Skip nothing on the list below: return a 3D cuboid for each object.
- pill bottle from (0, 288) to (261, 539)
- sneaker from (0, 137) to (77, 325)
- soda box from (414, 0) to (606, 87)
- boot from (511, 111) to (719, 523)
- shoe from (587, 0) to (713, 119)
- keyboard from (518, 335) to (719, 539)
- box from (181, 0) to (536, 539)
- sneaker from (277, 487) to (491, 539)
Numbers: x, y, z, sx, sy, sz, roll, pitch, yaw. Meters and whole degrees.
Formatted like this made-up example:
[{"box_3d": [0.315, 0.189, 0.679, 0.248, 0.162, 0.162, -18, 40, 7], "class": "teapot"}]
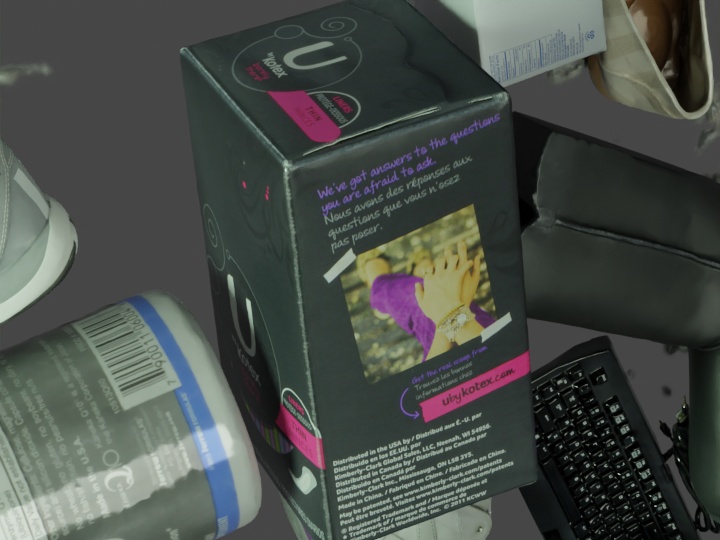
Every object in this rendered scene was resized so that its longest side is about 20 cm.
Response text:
[{"box_3d": [-0.153, 0.095, 1.158, 0.200, 0.114, 0.114, -23, 125, -15], "class": "pill bottle"}, {"box_3d": [-0.221, 0.002, 1.104, 0.200, 0.075, 0.116, -40, 124, -16], "class": "sneaker"}, {"box_3d": [0.054, -0.181, 1.143, 0.064, 0.068, 0.201, -20, 125, -17], "class": "soda box"}, {"box_3d": [0.132, 0.027, 1.290, 0.200, 0.066, 0.165, 16, 83, -38], "class": "boot"}, {"box_3d": [0.129, -0.157, 1.207, 0.070, 0.053, 0.200, -22, 125, -16], "class": "shoe"}, {"box_3d": [0.143, 0.117, 1.380, 0.104, 0.040, 0.200, -34, 128, -7], "class": "keyboard"}, {"box_3d": [0.000, 0.000, 1.173, 0.106, 0.122, 0.201, -17, 123, -18], "class": "box"}, {"box_3d": [0.035, 0.149, 1.316, 0.099, 0.075, 0.200, -30, 127, -9], "class": "sneaker"}]
